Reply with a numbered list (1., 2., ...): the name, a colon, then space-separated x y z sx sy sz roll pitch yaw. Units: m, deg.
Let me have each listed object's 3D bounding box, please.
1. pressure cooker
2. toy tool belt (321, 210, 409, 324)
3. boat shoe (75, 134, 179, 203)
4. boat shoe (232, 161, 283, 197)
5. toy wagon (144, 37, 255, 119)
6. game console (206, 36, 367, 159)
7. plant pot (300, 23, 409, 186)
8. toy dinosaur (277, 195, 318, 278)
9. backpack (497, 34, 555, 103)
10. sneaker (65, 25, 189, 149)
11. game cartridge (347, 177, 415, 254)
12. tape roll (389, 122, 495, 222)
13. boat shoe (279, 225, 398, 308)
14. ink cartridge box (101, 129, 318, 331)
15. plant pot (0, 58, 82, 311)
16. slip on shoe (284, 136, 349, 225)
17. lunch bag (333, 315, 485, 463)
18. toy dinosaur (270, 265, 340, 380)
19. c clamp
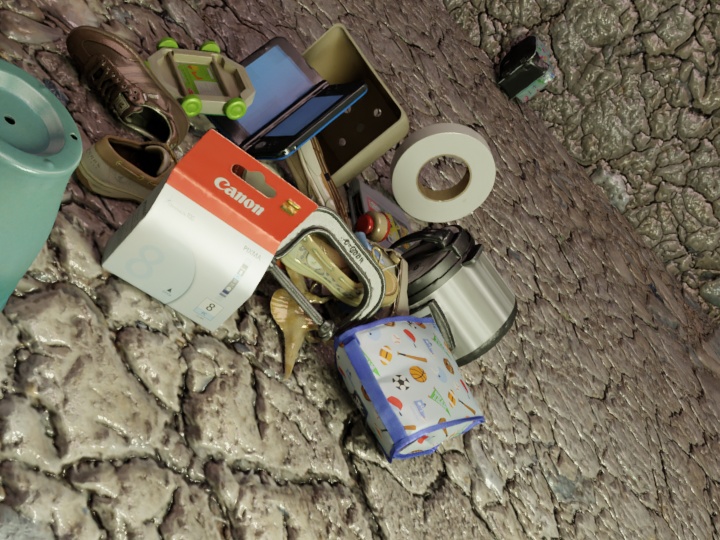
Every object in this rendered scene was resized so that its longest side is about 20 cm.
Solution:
1. pressure cooker: 0.123 0.027 1.502 0.201 0.175 0.179 53 3 -16
2. toy tool belt: 0.000 0.000 1.403 0.122 0.124 0.203 11 64 -43
3. boat shoe: -0.260 -0.124 1.215 0.199 0.066 0.075 0 54 -59
4. boat shoe: -0.114 -0.084 1.409 0.062 0.072 0.200 13 -28 52
5. toy wagon: -0.256 -0.280 1.426 0.197 0.040 0.156 -2 46 -29
6. game console: -0.120 -0.269 1.490 0.200 0.170 0.119 -43 118 -26
7. plant pot: -0.027 -0.259 1.663 0.201 0.199 0.177 56 14 14
8. toy dinosaur: -0.142 -0.024 1.311 0.182 0.104 0.201 48 57 -26
9. backpack: 0.529 -0.650 3.128 0.150 0.177 0.201 39 32 -25
10. sneaker: -0.309 -0.240 1.291 0.200 0.070 0.076 41 27 -19
11. game cartridge: 0.042 -0.061 1.673 0.133 0.041 0.201 37 27 -34
12. tape roll: 0.154 -0.180 1.827 0.202 0.202 0.037 34 28 -30
13. boat shoe: -0.019 -0.007 1.288 0.198 0.062 0.074 24 55 -33
14. ink cartridge box: -0.167 -0.038 1.092 0.159 0.200 0.048 34 28 -28
15. plant pot: -0.350 -0.078 0.857 0.199 0.188 0.201 38 28 -24
16. slip on shoe: -0.071 -0.120 1.542 0.076 0.060 0.202 -38 107 -77
17. lunch bag: 0.053 0.156 1.288 0.171 0.123 0.199 60 20 17
18. toy dinosaur: -0.078 0.069 1.282 0.100 0.058 0.203 24 55 -34
19. c clamp: -0.065 0.013 1.226 0.200 0.171 0.027 44 -9 -24
